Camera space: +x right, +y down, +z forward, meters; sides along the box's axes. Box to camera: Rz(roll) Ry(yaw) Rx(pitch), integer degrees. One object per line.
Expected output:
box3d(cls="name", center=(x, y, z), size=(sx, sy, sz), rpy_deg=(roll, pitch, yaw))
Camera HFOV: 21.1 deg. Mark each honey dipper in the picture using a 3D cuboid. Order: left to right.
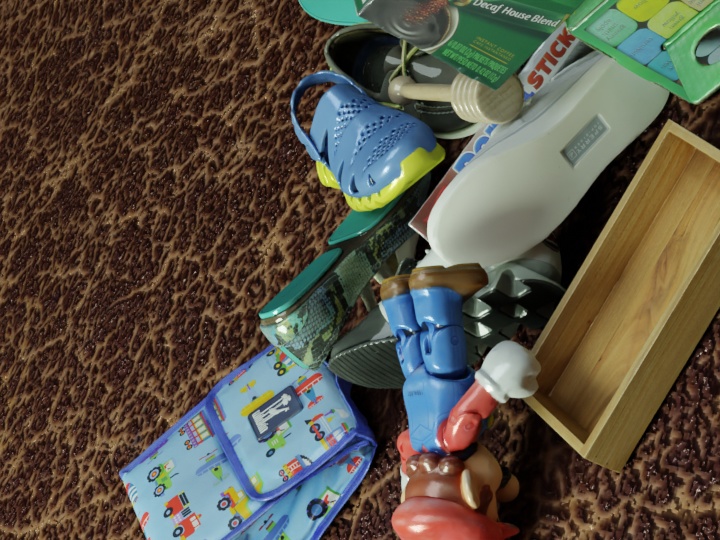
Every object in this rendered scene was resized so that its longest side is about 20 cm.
box3d(cls="honey dipper", center=(0.059, -0.123, 1.358), size=(0.038, 0.038, 0.200), rpy_deg=(-67, 19, -3))

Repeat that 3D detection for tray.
box3d(cls="tray", center=(0.178, 0.015, 1.211), size=(0.201, 0.037, 0.099), rpy_deg=(-59, 33, 9))

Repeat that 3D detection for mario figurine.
box3d(cls="mario figurine", center=(0.069, 0.100, 1.254), size=(0.123, 0.105, 0.202), rpy_deg=(41, -137, -81))

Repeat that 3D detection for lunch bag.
box3d(cls="lunch bag", center=(-0.069, 0.146, 1.456), size=(0.200, 0.094, 0.151), rpy_deg=(-47, 34, 7))

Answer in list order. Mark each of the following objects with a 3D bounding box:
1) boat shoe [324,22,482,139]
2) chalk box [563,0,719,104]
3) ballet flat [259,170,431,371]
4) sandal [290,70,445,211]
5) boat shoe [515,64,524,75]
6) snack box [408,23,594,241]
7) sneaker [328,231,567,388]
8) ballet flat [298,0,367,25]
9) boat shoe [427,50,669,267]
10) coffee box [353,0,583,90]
box3d(cls="boat shoe", center=(0.039, -0.151, 1.494), size=(0.201, 0.060, 0.073), rpy_deg=(23, 89, 58))
box3d(cls="chalk box", center=(0.204, -0.201, 1.230), size=(0.125, 0.123, 0.201), rpy_deg=(-40, 40, 35))
box3d(cls="ballet flat", center=(0.000, 0.000, 1.437), size=(0.074, 0.075, 0.200), rpy_deg=(-9, 31, 52))
box3d(cls="sandal", center=(-0.004, -0.101, 1.453), size=(0.079, 0.087, 0.200), rpy_deg=(-37, 20, -13))
box3d(cls="boat shoe", center=(0.102, -0.190, 1.392), size=(0.066, 0.072, 0.200), rpy_deg=(-42, 11, 15))
box3d(cls="snack box", center=(0.110, -0.106, 1.358), size=(0.024, 0.072, 0.201), rpy_deg=(40, 109, 12))
box3d(cls="sneaker", center=(0.060, 0.018, 1.351), size=(0.199, 0.074, 0.089), rpy_deg=(-27, 48, 32))
box3d(cls="ballet flat", center=(0.030, -0.245, 1.579), size=(0.199, 0.076, 0.064), rpy_deg=(-4, 35, 50))
box3d(cls="boat shoe", center=(0.117, -0.081, 1.291), size=(0.200, 0.072, 0.068), rpy_deg=(-48, 20, -6))
box3d(cls="coffee box", center=(0.098, -0.208, 1.167), size=(0.200, 0.122, 0.044), rpy_deg=(-44, 38, 31))
